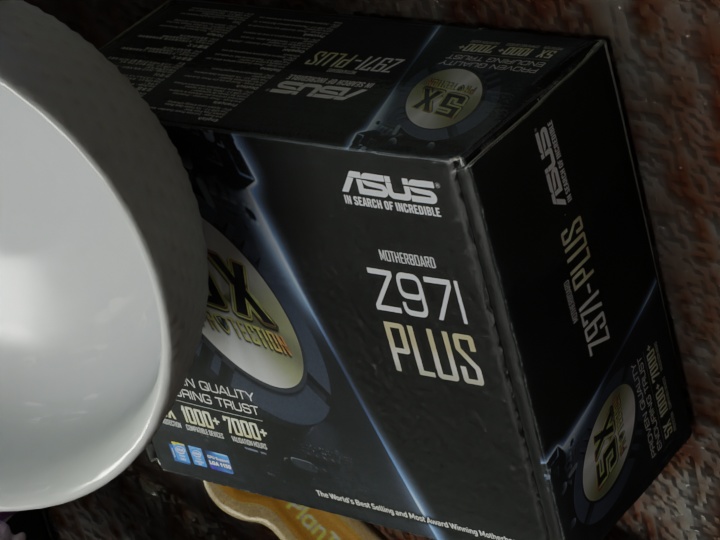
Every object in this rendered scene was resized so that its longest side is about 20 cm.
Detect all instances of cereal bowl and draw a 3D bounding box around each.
[{"bbox_3d":[-0.137,-0.019,0.851,0.200,0.083,0.200,13,130,16],"label":"cereal bowl"}]

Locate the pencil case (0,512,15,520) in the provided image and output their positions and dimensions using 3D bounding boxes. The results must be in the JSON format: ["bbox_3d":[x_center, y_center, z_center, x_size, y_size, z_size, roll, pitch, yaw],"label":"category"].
[{"bbox_3d":[-0.135,0.035,1.048,0.086,0.084,0.200,55,146,5],"label":"pencil case"}]

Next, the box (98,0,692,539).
[{"bbox_3d":[0.000,0.000,0.890,0.200,0.086,0.164,11,128,38],"label":"box"}]

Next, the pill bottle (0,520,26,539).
[{"bbox_3d":[-0.108,0.182,1.083,0.200,0.114,0.114,27,141,-4],"label":"pill bottle"}]

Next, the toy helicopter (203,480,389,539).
[{"bbox_3d":[0.020,0.122,0.968,0.200,0.132,0.079,45,-175,15],"label":"toy helicopter"}]

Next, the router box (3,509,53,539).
[{"bbox_3d":[-0.217,0.197,1.169,0.062,0.200,0.150,11,130,32],"label":"router box"}]
